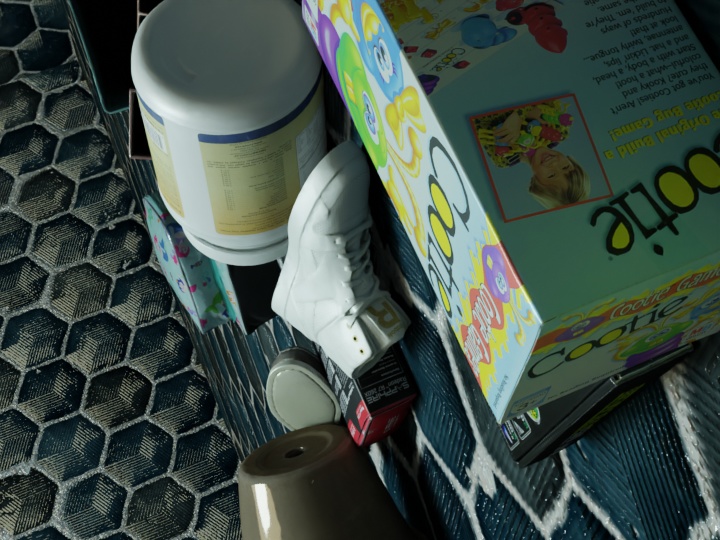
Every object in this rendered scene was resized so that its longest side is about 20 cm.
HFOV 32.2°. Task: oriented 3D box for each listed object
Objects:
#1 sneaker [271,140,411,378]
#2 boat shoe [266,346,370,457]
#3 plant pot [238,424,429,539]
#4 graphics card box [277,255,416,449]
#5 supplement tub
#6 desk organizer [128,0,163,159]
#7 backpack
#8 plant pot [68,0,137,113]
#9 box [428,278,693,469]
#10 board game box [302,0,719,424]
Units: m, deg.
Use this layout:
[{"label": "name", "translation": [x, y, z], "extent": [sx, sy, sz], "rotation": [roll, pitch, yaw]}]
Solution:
[{"label": "sneaker", "translation": [0.000, 0.000, 0.957], "extent": [0.115, 0.073, 0.201], "rotation": [42, 145, 20]}, {"label": "boat shoe", "translation": [-0.038, 0.128, 1.217], "extent": [0.201, 0.071, 0.060], "rotation": [60, -151, -48]}, {"label": "plant pot", "translation": [-0.038, 0.246, 1.167], "extent": [0.200, 0.198, 0.177], "rotation": [-153, 44, -72]}, {"label": "graphics card box", "translation": [-0.017, 0.046, 1.107], "extent": [0.126, 0.050, 0.202], "rotation": [103, 144, -69]}, {"label": "supplement tub", "translation": [-0.098, -0.111, 0.989], "extent": [0.201, 0.143, 0.145], "rotation": [89, 157, -56]}, {"label": "desk organizer", "translation": [-0.182, -0.210, 1.186], "extent": [0.077, 0.071, 0.203], "rotation": [-90, 4, -67]}, {"label": "backpack", "translation": [-0.149, -0.042, 1.342], "extent": [0.201, 0.149, 0.179], "rotation": [-120, 13, -54]}, {"label": "plant pot", "translation": [-0.223, -0.278, 1.309], "extent": [0.200, 0.139, 0.143], "rotation": [-116, 11, -63]}, {"label": "box", "translation": [0.074, -0.015, 0.629], "extent": [0.193, 0.047, 0.202], "rotation": [102, 145, -72]}, {"label": "board game box", "translation": [0.060, -0.064, 0.477], "extent": [0.103, 0.104, 0.202], "rotation": [96, 152, -65]}]
